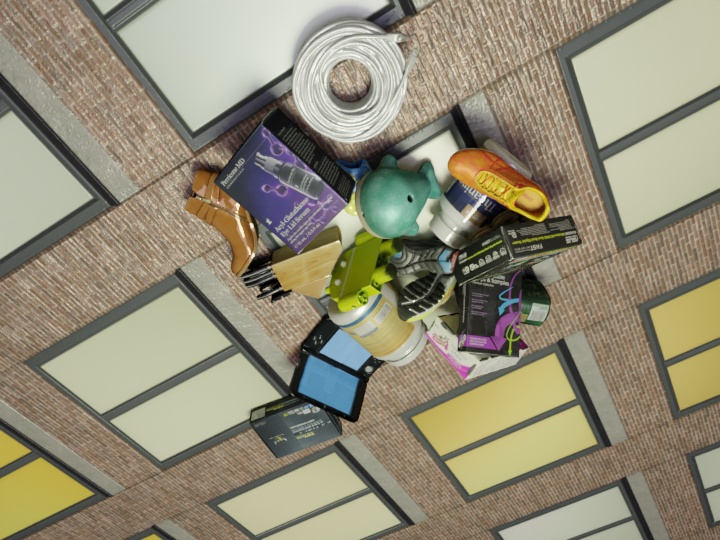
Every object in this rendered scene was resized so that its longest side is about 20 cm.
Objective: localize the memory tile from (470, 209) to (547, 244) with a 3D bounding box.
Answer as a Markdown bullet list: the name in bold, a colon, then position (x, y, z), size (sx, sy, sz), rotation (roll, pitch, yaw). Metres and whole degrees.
- **memory tile**: position (0.307, -0.077, 1.048), size (0.153, 0.017, 0.200), rotation (-36, 154, 16)

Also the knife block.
- **knife block**: position (-0.149, -0.019, 1.082), size (0.174, 0.064, 0.201), rotation (18, 119, -17)

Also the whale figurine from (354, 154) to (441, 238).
- **whale figurine**: position (0.086, -0.140, 0.959), size (0.199, 0.103, 0.161), rotation (-28, 104, -31)

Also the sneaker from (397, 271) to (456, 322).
- **sneaker**: position (0.151, 0.054, 1.103), size (0.200, 0.078, 0.091), rotation (-38, 148, -31)

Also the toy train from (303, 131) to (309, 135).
- **toy train**: position (-0.129, -0.178, 1.000), size (0.056, 0.042, 0.202), rotation (-2, 123, -15)

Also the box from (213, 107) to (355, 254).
- **box**: position (-0.130, -0.157, 0.920), size (0.200, 0.105, 0.148), rotation (39, 119, -16)

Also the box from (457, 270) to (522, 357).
- **box**: position (0.264, 0.069, 1.047), size (0.142, 0.036, 0.202), rotation (9, 78, -28)

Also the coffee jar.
- **coffee jar**: position (0.310, 0.063, 1.150), size (0.198, 0.105, 0.086), rotation (8, 124, -9)

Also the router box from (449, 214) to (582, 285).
- **router box**: position (0.287, -0.038, 0.967), size (0.198, 0.063, 0.150), rotation (-11, 168, -32)

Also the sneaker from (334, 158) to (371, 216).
- **sneaker**: position (0.018, -0.151, 1.007), size (0.198, 0.076, 0.106), rotation (19, 118, -15)

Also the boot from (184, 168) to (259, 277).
- **boot**: position (-0.270, -0.092, 1.016), size (0.154, 0.077, 0.201), rotation (16, 117, -16)

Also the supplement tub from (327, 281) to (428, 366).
- **supplement tub**: position (0.041, 0.103, 1.128), size (0.144, 0.145, 0.200), rotation (-37, 118, 18)

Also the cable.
- **cable**: position (-0.018, -0.327, 0.897), size (0.198, 0.069, 0.201), rotation (11, 121, -11)

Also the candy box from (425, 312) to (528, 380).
- **candy box**: position (0.257, 0.156, 1.136), size (0.199, 0.137, 0.061), rotation (-2, 129, -42)

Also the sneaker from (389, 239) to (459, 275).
- **sneaker**: position (0.115, -0.030, 1.092), size (0.198, 0.082, 0.074), rotation (8, 108, 16)

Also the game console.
- **game console**: position (-0.042, 0.233, 1.219), size (0.199, 0.119, 0.173), rotation (30, 116, -22)

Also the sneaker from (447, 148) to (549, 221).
- **sneaker**: position (0.244, -0.153, 0.897), size (0.198, 0.077, 0.073), rotation (23, 117, -5)

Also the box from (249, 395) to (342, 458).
- **box**: position (-0.166, 0.399, 1.354), size (0.198, 0.051, 0.159), rotation (-21, 123, 8)

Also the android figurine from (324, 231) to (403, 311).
- **android figurine**: position (0.000, 0.000, 1.040), size (0.041, 0.184, 0.199), rotation (35, 146, -30)

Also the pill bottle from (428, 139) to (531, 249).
- **pill bottle**: position (0.225, -0.143, 1.007), size (0.110, 0.111, 0.200), rotation (29, 116, -21)
